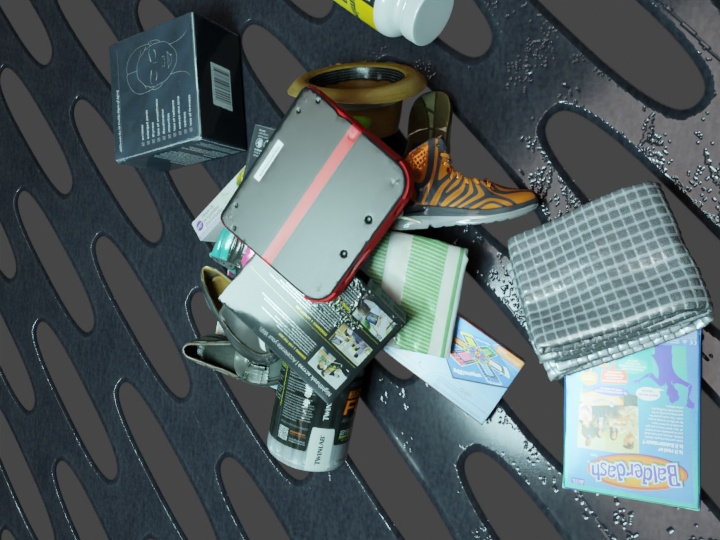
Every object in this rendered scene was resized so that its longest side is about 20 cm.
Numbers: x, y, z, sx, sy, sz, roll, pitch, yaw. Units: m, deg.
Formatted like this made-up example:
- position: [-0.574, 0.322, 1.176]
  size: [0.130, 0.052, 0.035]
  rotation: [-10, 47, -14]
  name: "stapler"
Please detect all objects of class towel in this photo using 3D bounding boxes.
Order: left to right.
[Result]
- position: [0.033, 0.024, 0.857]
  size: [0.195, 0.023, 0.156]
  rotation: [11, 98, 6]
  name: "towel"
- position: [0.270, 0.010, 0.743]
  size: [0.197, 0.085, 0.169]
  rotation: [-23, 59, 20]
  name: "towel"

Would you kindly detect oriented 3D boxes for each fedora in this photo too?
- position: [-0.003, -0.231, 0.911]
  size: [0.197, 0.200, 0.083]
  rotation: [13, 125, 29]
  name: "fedora"

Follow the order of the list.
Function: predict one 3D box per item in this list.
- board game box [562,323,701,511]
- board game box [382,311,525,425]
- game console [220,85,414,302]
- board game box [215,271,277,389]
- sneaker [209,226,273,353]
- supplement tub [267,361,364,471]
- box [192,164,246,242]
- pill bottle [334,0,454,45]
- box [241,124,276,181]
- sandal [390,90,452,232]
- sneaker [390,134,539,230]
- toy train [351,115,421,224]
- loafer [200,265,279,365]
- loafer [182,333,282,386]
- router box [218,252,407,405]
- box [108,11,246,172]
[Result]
- position: [0.316, 0.160, 0.767]
  size: [0.149, 0.045, 0.205]
  rotation: [1, 88, 30]
  name: "board game box"
- position: [0.110, 0.103, 0.879]
  size: [0.198, 0.019, 0.104]
  rotation: [36, 107, 13]
  name: "board game box"
- position: [-0.051, -0.083, 0.769]
  size: [0.176, 0.031, 0.201]
  rotation: [40, 103, 10]
  name: "game console"
- position: [-0.156, 0.078, 1.053]
  size: [0.197, 0.026, 0.205]
  rotation: [16, 97, 30]
  name: "board game box"
- position: [-0.153, 0.006, 0.912]
  size: [0.118, 0.083, 0.205]
  rotation: [13, 105, 26]
  name: "sneaker"
- position: [-0.059, 0.169, 0.940]
  size: [0.120, 0.122, 0.205]
  rotation: [15, 97, 29]
  name: "supplement tub"
- position: [-0.198, -0.124, 1.074]
  size: [0.199, 0.041, 0.039]
  rotation: [-42, 69, 23]
  name: "box"
- position: [0.030, -0.399, 0.908]
  size: [0.199, 0.112, 0.114]
  rotation: [42, 108, 24]
  name: "pill bottle"
- position: [-0.061, -0.121, 0.953]
  size: [0.197, 0.114, 0.135]
  rotation: [19, 97, 26]
  name: "box"
- position: [0.088, -0.146, 0.908]
  size: [0.079, 0.054, 0.205]
  rotation: [10, 79, 22]
  name: "sandal"
- position: [0.127, -0.115, 0.827]
  size: [0.195, 0.078, 0.115]
  rotation: [-5, 95, -3]
  name: "sneaker"
- position: [-0.005, -0.136, 0.804]
  size: [0.196, 0.084, 0.119]
  rotation: [15, 105, 23]
  name: "toy train"
- position: [-0.185, 0.066, 0.986]
  size: [0.073, 0.073, 0.199]
  rotation: [-43, 53, -15]
  name: "loafer"
- position: [-0.192, 0.141, 1.021]
  size: [0.196, 0.063, 0.074]
  rotation: [5, 90, 30]
  name: "loafer"
- position: [-0.060, 0.045, 0.832]
  size: [0.200, 0.051, 0.149]
  rotation: [44, 101, -2]
  name: "router box"
- position: [-0.305, -0.287, 1.093]
  size: [0.193, 0.123, 0.205]
  rotation: [-6, 86, 28]
  name: "box"
